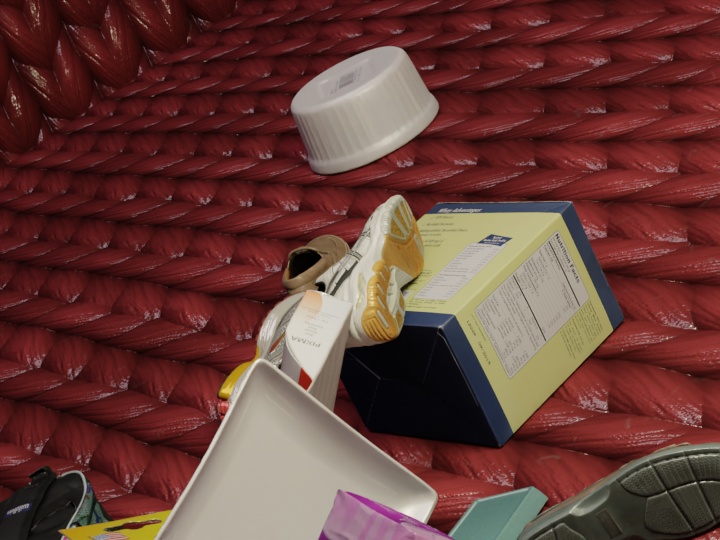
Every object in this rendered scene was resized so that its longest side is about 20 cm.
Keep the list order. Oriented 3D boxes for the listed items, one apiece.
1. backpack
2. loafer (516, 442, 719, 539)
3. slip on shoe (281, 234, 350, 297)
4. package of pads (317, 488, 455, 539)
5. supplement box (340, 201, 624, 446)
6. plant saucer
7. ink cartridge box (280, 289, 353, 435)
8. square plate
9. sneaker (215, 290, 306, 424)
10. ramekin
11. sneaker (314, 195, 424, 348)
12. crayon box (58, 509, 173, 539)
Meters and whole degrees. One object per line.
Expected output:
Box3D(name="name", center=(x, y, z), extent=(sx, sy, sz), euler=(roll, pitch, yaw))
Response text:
Box3D(name="backpack", center=(-0.303, 0.291, 1.650), extent=(0.176, 0.152, 0.200), euler=(-26, 13, 11))
Box3D(name="loafer", center=(0.206, 0.175, 1.414), extent=(0.198, 0.072, 0.063), euler=(-26, 15, 11))
Box3D(name="slip on shoe", center=(-0.057, -0.004, 2.159), extent=(0.075, 0.061, 0.200), euler=(-21, 22, 17))
Box3D(name="package of pads", center=(-0.004, 0.268, 1.322), extent=(0.120, 0.075, 0.202), euler=(19, 86, 59))
Box3D(name="supplement box", center=(0.101, 0.045, 1.747), extent=(0.200, 0.135, 0.199), euler=(-41, 25, -30))
Box3D(name="plant saucer", center=(0.089, 0.220, 1.460), extent=(0.069, 0.019, 0.200), euler=(-17, 10, 26))
Box3D(name="ink cartridge box", center=(-0.063, 0.134, 1.539), extent=(0.050, 0.164, 0.200), euler=(16, 30, 10))
Box3D(name="square plate", center=(-0.057, 0.202, 1.393), extent=(0.028, 0.200, 0.199), euler=(-3, 52, 58))
Box3D(name="sneaker", center=(-0.070, 0.099, 1.936), extent=(0.081, 0.078, 0.201), euler=(-6, 39, 36))
Box3D(name="ramekin", center=(0.000, -0.226, 2.557), extent=(0.199, 0.098, 0.201), euler=(-24, 21, 10))
Box3D(name="sneaker", center=(0.000, 0.000, 1.681), extent=(0.087, 0.076, 0.201), euler=(-18, 24, 24))
Box3D(name="crayon box", center=(-0.146, 0.256, 1.471), extent=(0.126, 0.051, 0.200), euler=(-5, 20, -32))
